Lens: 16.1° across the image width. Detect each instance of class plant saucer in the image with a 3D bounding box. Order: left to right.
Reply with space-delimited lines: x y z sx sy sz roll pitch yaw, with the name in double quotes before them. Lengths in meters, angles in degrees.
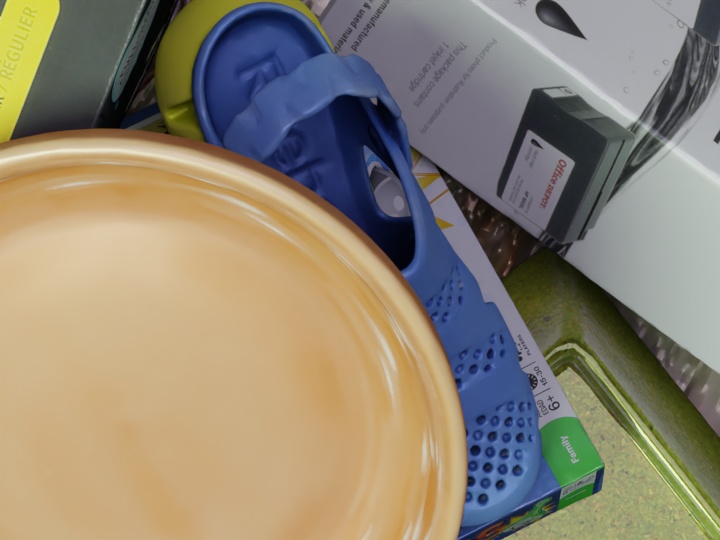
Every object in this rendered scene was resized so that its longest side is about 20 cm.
"plant saucer" -0.068 0.048 0.740 0.200 0.037 0.200 1 116 3
"plant saucer" 0.065 0.121 0.936 0.200 0.048 0.200 -38 89 -12

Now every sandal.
"sandal" 0.000 0.000 0.829 0.079 0.087 0.200 -34 104 -12

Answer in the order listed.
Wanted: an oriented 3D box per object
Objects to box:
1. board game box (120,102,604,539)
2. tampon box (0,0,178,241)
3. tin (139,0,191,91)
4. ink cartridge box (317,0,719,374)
"board game box" -0.018 0.020 0.915 0.135 0.034 0.200 -27 70 -8
"tampon box" -0.125 -0.095 0.807 0.126 0.200 0.150 23 123 -5
"tin" -0.153 -0.137 0.949 0.200 0.042 0.112 43 74 -1
"ink cartridge box" 0.101 -0.081 0.929 0.200 0.084 0.145 36 51 -2
